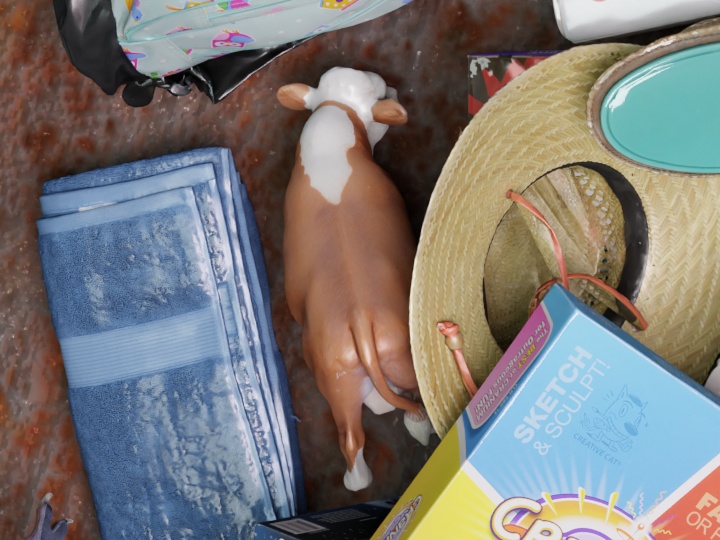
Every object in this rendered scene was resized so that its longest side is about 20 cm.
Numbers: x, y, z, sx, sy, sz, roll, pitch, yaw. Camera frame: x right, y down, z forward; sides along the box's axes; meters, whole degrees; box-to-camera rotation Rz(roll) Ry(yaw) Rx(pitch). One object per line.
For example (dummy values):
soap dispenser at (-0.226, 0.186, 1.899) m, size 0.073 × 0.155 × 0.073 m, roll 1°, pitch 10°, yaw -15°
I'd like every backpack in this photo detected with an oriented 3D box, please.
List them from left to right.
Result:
backpack at (-0.044, -0.168, 1.323) m, size 0.199 × 0.127 × 0.168 m, roll -10°, pitch 90°, yaw 15°

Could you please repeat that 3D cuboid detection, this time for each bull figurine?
bull figurine at (0.000, 0.000, 1.322) m, size 0.065 × 0.201 × 0.122 m, roll -9°, pitch 131°, yaw 6°

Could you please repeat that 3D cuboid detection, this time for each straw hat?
straw hat at (0.078, -0.004, 1.277) m, size 0.085 × 0.200 × 0.202 m, roll 13°, pitch 104°, yaw 58°

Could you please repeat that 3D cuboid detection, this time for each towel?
towel at (-0.092, 0.046, 1.404) m, size 0.111 × 0.049 × 0.201 m, roll -11°, pitch 94°, yaw 19°

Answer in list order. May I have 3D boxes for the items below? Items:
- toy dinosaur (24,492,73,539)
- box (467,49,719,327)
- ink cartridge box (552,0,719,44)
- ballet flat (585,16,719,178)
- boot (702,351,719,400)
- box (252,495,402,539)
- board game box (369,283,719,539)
toy dinosaur at (-0.220, 0.163, 1.410) m, size 0.181 × 0.200 × 0.106 m, roll -17°, pitch 64°, yaw 26°
box at (0.119, 0.000, 1.336) m, size 0.136 × 0.039 × 0.201 m, roll 1°, pitch 97°, yaw 17°
ink cartridge box at (0.177, -0.189, 1.271) m, size 0.199 × 0.084 × 0.147 m, roll -10°, pitch 93°, yaw 19°
ballet flat at (0.189, -0.085, 1.238) m, size 0.199 × 0.065 × 0.071 m, roll -7°, pitch 115°, yaw -6°
boot at (0.242, 0.029, 1.250) m, size 0.138 × 0.077 × 0.200 m, roll 38°, pitch 78°, yaw 5°
box at (0.014, 0.172, 1.306) m, size 0.038 × 0.200 × 0.137 m, roll 17°, pitch 102°, yaw 33°
board game box at (0.084, 0.129, 1.199) m, size 0.153 × 0.040 × 0.200 m, roll 33°, pitch 98°, yaw -16°
